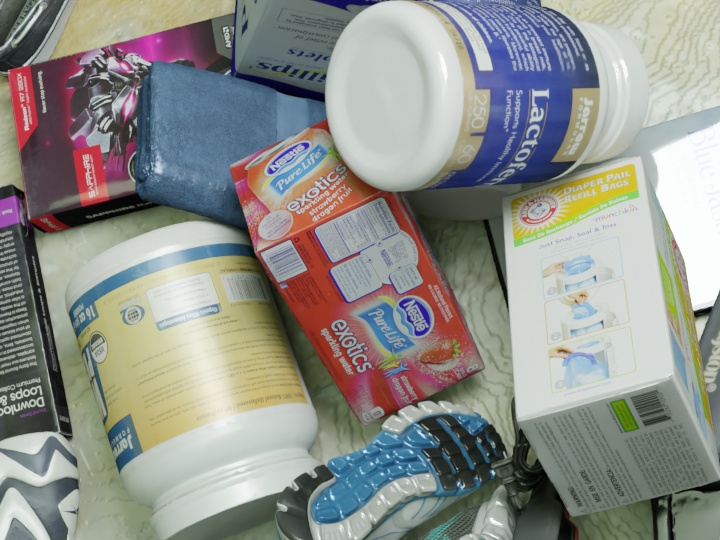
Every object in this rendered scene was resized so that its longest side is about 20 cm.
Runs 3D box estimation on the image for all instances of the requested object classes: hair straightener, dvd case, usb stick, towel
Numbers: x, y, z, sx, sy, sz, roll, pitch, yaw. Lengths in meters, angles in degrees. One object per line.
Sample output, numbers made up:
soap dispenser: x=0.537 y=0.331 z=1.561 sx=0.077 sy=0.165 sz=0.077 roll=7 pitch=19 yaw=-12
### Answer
hair straightener: x=0.122 y=0.142 z=1.165 sx=0.041 sy=0.077 sz=0.200 roll=-19 pitch=32 yaw=29
dvd case: x=0.194 y=-0.027 z=1.255 sx=0.199 sy=0.018 sz=0.143 roll=-16 pitch=75 yaw=8
usb stick: x=0.252 y=0.052 z=1.166 sx=0.055 sy=0.033 sz=0.201 roll=8 pitch=58 yaw=34
towel: x=-0.067 y=-0.076 z=1.244 sx=0.199 sy=0.049 sz=0.112 roll=14 pitch=59 yaw=-26

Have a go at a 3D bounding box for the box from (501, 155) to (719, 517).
box: x=0.160 y=0.040 z=1.132 sx=0.101 sy=0.113 sz=0.201 roll=-17 pitch=43 yaw=17

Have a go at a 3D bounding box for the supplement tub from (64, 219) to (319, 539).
supplement tub: x=-0.115 y=0.081 z=1.231 sx=0.144 sy=0.145 sz=0.201 roll=-22 pitch=75 yaw=6

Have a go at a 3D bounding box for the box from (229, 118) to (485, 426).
box: x=0.000 y=0.000 z=1.189 sx=0.099 sy=0.200 sz=0.096 roll=-25 pitch=44 yaw=5

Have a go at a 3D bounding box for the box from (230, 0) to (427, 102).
box: x=-0.022 y=-0.240 z=1.230 sx=0.104 sy=0.200 sz=0.185 roll=7 pitch=72 yaw=-11

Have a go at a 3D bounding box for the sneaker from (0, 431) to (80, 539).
sneaker: x=-0.295 y=0.207 z=1.275 sx=0.198 sy=0.080 sz=0.130 roll=-14 pitch=67 yaw=-2

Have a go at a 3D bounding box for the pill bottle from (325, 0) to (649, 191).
pill bottle: x=0.085 y=-0.112 z=1.108 sx=0.115 sy=0.199 sz=0.116 roll=8 pitch=101 yaw=48

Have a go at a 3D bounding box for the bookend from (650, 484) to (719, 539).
bookend: x=0.200 y=0.219 z=1.165 sx=0.198 sy=0.092 sz=0.201 roll=-2 pitch=77 yaw=11

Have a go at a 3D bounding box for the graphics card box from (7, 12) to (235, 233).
graphics card box: x=-0.164 y=-0.112 z=1.329 sx=0.199 sy=0.051 sz=0.126 roll=-12 pitch=76 yaw=8

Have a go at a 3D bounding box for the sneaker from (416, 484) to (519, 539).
sneaker: x=0.059 y=0.210 z=1.154 sx=0.091 sy=0.200 sz=0.078 roll=-25 pitch=90 yaw=19

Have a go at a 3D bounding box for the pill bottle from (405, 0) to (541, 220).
pill bottle: x=0.075 y=-0.143 z=1.249 sx=0.110 sy=0.111 sz=0.201 roll=-1 pitch=74 yaw=11

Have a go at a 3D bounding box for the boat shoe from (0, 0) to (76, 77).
boat shoe: x=-0.250 y=-0.251 z=1.366 sx=0.071 sy=0.068 sz=0.201 roll=23 pitch=84 yaw=15

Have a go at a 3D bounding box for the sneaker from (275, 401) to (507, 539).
sneaker: x=0.014 y=0.157 z=1.206 sx=0.199 sy=0.087 sz=0.075 roll=-21 pitch=60 yaw=-33

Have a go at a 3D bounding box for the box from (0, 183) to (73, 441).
box: x=-0.307 y=0.049 z=1.334 sx=0.142 sy=0.036 sz=0.201 roll=-15 pitch=75 yaw=9
